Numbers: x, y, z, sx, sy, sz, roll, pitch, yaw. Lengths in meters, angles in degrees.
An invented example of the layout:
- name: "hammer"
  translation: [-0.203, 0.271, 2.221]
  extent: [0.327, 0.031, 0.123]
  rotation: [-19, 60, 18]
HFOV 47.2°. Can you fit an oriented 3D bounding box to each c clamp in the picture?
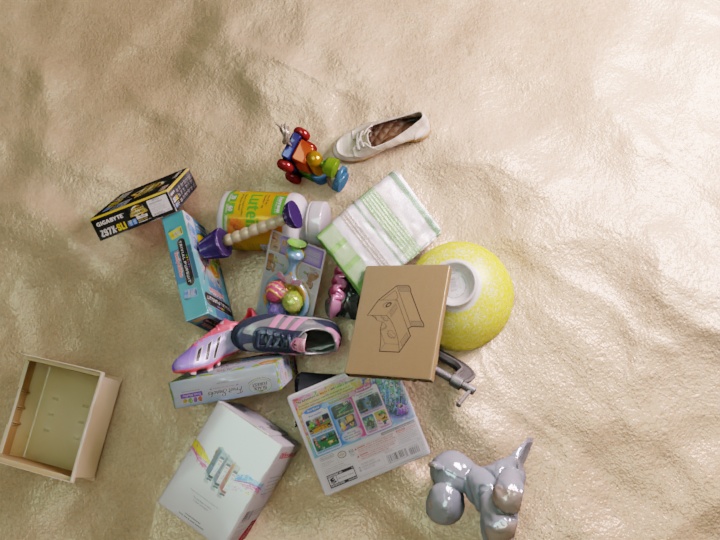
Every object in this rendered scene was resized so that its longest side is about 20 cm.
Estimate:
- name: "c clamp"
  translation: [0.119, 0.154, 1.406]
  extent: [0.198, 0.170, 0.027]
  rotation: [29, 108, 23]

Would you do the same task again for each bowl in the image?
- name: "bowl"
  translation: [0.169, 0.034, 1.451]
  extent: [0.197, 0.108, 0.203]
  rotation: [-3, 75, 11]

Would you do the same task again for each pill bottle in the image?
- name: "pill bottle"
  translation: [-0.160, -0.091, 1.549]
  extent: [0.197, 0.111, 0.113]
  rotation: [3, 77, 12]

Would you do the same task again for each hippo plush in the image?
- name: "hippo plush"
  translation: [0.184, 0.353, 1.342]
  extent: [0.158, 0.159, 0.203]
  rotation: [12, 80, 14]

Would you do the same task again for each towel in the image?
- name: "towel"
  translation: [0.034, -0.066, 1.497]
  extent: [0.199, 0.031, 0.150]
  rotation: [-40, 94, -15]

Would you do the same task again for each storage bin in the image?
- name: "storage bin"
  translation: [-0.578, 0.277, 1.558]
  extent: [0.196, 0.094, 0.203]
  rotation: [10, 79, 14]

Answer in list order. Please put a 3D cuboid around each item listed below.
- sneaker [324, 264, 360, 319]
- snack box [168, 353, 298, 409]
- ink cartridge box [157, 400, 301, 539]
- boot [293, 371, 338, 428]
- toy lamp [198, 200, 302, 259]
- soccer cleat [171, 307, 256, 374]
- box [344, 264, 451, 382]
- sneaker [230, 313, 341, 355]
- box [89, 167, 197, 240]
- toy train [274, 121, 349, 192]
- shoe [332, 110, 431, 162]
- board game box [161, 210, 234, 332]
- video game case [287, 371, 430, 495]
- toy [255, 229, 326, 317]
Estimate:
- name: "sneaker"
  translation: [0.000, 0.000, 1.524]
  extent: [0.094, 0.079, 0.203]
  rotation: [16, 80, -6]
- name: "snack box"
  translation: [-0.224, 0.192, 1.474]
  extent: [0.197, 0.142, 0.054]
  rotation: [-12, 94, 9]
- name: "ink cartridge box"
  translation: [-0.222, 0.349, 1.431]
  extent: [0.144, 0.145, 0.201]
  rotation: [31, 85, 13]
- name: "boot"
  translation: [-0.035, 0.190, 1.471]
  extent: [0.165, 0.076, 0.204]
  rotation: [2, 83, 9]
- name: "toy lamp"
  translation: [-0.201, -0.067, 1.476]
  extent: [0.198, 0.058, 0.059]
  rotation: [-19, 73, 20]
- name: "soccer cleat"
  translation: [-0.258, 0.129, 1.476]
  extent: [0.066, 0.198, 0.078]
  rotation: [-7, 100, 48]
- name: "box"
  translation: [0.063, 0.086, 1.389]
  extent: [0.161, 0.021, 0.203]
  rotation: [0, 66, 28]
- name: "sneaker"
  translation: [-0.129, 0.117, 1.451]
  extent: [0.197, 0.082, 0.071]
  rotation: [-3, 105, -10]
- name: "box"
  translation: [-0.409, -0.130, 1.573]
  extent: [0.158, 0.200, 0.050]
  rotation: [-22, 107, 8]
- name: "toy train"
  translation: [-0.089, -0.208, 1.519]
  extent: [0.115, 0.200, 0.086]
  rotation: [25, 82, 12]
- name: "shoe"
  translation: [0.037, -0.262, 1.579]
  extent: [0.197, 0.053, 0.071]
  rotation: [-16, 74, 8]
- name: "board game box"
  translation: [-0.299, 0.007, 1.534]
  extent: [0.046, 0.151, 0.203]
  rotation: [-19, 74, 6]
- name: "video game case"
  translation: [-0.003, 0.265, 1.416]
  extent: [0.198, 0.024, 0.184]
  rotation: [-23, 87, 5]
- name: "toy"
  translation: [-0.138, 0.040, 1.499]
  extent: [0.114, 0.047, 0.203]
  rotation: [21, 110, 17]
